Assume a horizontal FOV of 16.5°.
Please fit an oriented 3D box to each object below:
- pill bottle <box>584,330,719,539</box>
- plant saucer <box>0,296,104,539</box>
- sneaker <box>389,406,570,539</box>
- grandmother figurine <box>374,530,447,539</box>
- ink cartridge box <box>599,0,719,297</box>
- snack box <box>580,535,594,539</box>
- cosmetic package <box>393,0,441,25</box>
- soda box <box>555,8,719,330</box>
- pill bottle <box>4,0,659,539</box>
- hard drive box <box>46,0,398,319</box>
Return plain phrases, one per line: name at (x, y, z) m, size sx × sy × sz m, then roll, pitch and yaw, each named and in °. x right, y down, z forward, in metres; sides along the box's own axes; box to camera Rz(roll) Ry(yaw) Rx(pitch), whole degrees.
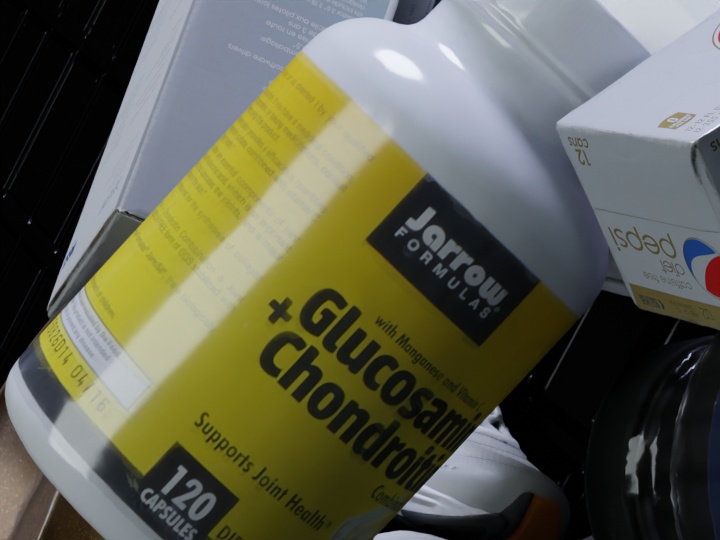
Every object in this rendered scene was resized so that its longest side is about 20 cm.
pill bottle at (0.153, 0.054, 0.653) m, size 0.200 × 0.111 × 0.113 m, roll -10°, pitch 61°, yaw 56°
plant saucer at (-0.131, 0.106, 0.950) m, size 0.201 × 0.036 × 0.201 m, roll -56°, pitch 18°, yaw 29°
sneaker at (0.021, 0.045, 0.913) m, size 0.092 × 0.075 × 0.200 m, roll -62°, pitch 31°, yaw -2°
grandmother figurine at (-0.013, 0.177, 0.803) m, size 0.121 × 0.060 × 0.201 m, roll -1°, pitch 59°, yaw 47°
ink cartridge box at (0.119, -0.093, 0.797) m, size 0.146 × 0.086 × 0.201 m, roll 15°, pitch 81°, yaw 37°
snack box at (0.078, 0.171, 0.754) m, size 0.072 × 0.024 × 0.201 m, roll -23°, pitch 47°, yaw 23°
cosmetic package at (0.064, -0.082, 0.956) m, size 0.200 × 0.051 × 0.152 m, roll 14°, pitch 83°, yaw 60°
soda box at (0.154, -0.062, 0.681) m, size 0.199 × 0.064 × 0.068 m, roll -34°, pitch 22°, yaw -20°
pill bottle at (0.000, 0.000, 0.719) m, size 0.200 × 0.112 × 0.112 m, roll -47°, pitch 32°, yaw 3°
hard drive box at (-0.047, -0.075, 0.992) m, size 0.156 × 0.076 × 0.201 m, roll 139°, pitch 152°, yaw -68°
